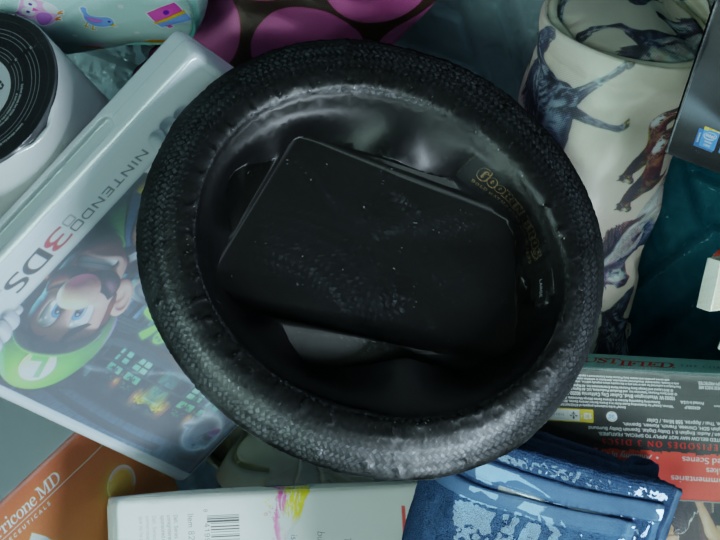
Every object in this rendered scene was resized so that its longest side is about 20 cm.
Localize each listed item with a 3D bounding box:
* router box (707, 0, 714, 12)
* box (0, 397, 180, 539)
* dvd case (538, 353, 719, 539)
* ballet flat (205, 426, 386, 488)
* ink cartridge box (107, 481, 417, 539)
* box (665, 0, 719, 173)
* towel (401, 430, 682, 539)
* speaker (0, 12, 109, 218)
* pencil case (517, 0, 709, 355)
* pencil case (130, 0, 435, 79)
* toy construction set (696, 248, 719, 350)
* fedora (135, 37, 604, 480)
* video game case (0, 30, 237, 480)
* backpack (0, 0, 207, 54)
[{"bbox_3d":[0.237,-0.072,1.056,0.150,0.062,0.200,-5,111,26],"label":"router box"},{"bbox_3d":[-0.152,0.161,1.266,0.097,0.124,0.200,10,133,41],"label":"box"},{"bbox_3d":[0.150,0.134,1.125,0.146,0.022,0.200,2,110,16],"label":"dvd case"},{"bbox_3d":[-0.073,0.077,1.264,0.200,0.072,0.072,37,123,4],"label":"ballet flat"},{"bbox_3d":[-0.018,0.160,1.195,0.200,0.067,0.117,-1,84,-9],"label":"ink cartridge box"},{"bbox_3d":[0.239,-0.086,0.982,0.200,0.050,0.158,23,120,11],"label":"box"},{"bbox_3d":[0.063,0.166,1.113,0.111,0.049,0.200,14,113,-1],"label":"towel"},{"bbox_3d":[-0.130,-0.036,1.156,0.081,0.081,0.200,2,158,23],"label":"speaker"},{"bbox_3d":[0.102,-0.032,1.128,0.078,0.089,0.200,38,127,38],"label":"pencil case"},{"bbox_3d":[-0.018,-0.123,1.137,0.094,0.091,0.200,29,128,-21],"label":"pencil case"},{"bbox_3d":[0.228,0.047,0.989,0.200,0.131,0.092,34,131,28],"label":"toy construction set"},{"bbox_3d":[0.000,0.000,1.077,0.201,0.201,0.092,44,166,0],"label":"fedora"},{"bbox_3d":[-0.081,0.001,1.138,0.182,0.200,0.023,-46,52,10],"label":"video game case"},{"bbox_3d":[-0.148,-0.167,1.119,0.200,0.167,0.127,-2,68,18],"label":"backpack"}]
